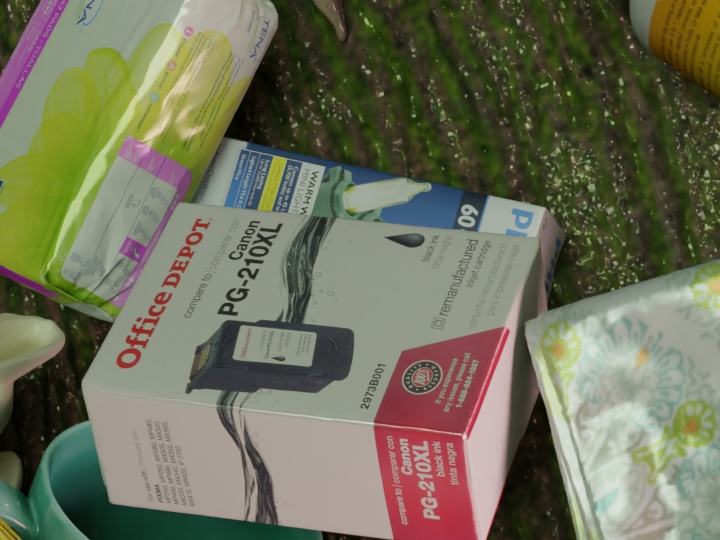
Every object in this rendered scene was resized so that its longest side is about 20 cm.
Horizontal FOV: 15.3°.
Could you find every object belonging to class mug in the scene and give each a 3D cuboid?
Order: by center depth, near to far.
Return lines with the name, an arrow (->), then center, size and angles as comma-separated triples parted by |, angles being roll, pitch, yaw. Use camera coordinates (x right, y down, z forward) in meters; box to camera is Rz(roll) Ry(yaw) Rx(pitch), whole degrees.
mug -> -0.122, 0.159, 1.383 | 0.184, 0.152, 0.115 | 26, 117, 7

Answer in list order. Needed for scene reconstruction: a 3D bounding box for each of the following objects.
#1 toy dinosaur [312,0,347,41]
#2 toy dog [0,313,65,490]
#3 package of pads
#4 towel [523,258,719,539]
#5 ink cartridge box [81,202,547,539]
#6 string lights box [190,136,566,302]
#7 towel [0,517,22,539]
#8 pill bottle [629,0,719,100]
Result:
toy dinosaur -> -0.044, -0.234, 1.507 | 0.135, 0.086, 0.200 | -35, 74, -2
toy dog -> -0.250, 0.126, 1.429 | 0.139, 0.194, 0.201 | 13, 114, 7
package of pads -> -0.142, -0.082, 1.471 | 0.154, 0.068, 0.201 | 20, 82, 52
towel -> 0.187, 0.077, 1.259 | 0.199, 0.048, 0.172 | -17, 83, 19
ink cartridge box -> -0.020, 0.049, 1.325 | 0.199, 0.085, 0.145 | 6, 42, 18
string lights box -> 0.000, 0.000, 1.441 | 0.199, 0.059, 0.103 | 12, 79, 20
towel -> -0.189, 0.155, 1.310 | 0.200, 0.018, 0.086 | 47, 124, -6
pill bottle -> 0.211, -0.139, 1.383 | 0.200, 0.113, 0.113 | 38, 89, 23
